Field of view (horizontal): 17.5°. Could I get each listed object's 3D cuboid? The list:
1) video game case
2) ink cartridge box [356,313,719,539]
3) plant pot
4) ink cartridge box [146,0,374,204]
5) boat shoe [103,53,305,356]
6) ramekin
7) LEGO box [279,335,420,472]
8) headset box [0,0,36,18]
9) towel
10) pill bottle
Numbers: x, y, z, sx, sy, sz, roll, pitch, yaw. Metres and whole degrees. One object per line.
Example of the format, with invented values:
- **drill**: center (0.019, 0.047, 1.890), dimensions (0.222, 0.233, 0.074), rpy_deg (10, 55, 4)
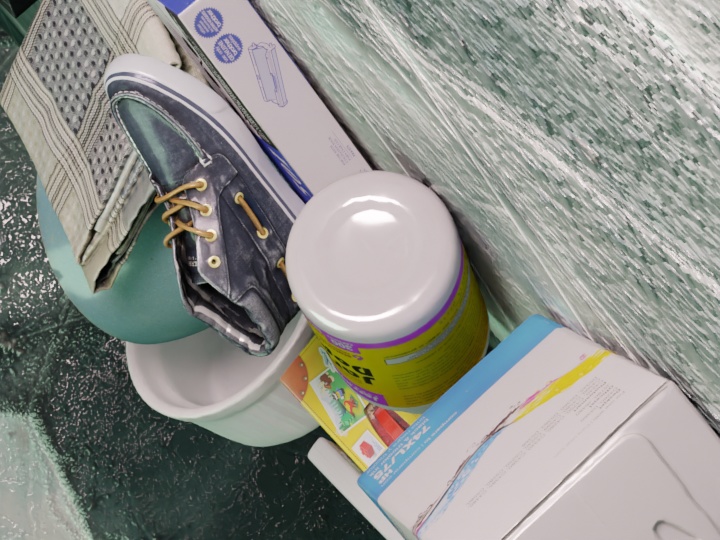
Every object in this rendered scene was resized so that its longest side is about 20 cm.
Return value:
- **video game case**: center (0.069, 0.209, 1.727), dimensions (0.182, 0.023, 0.200), rpy_deg (34, -177, -37)
- **ink cartridge box**: center (0.118, 0.138, 1.246), dimensions (0.147, 0.146, 0.200), rpy_deg (50, 173, -16)
- **plant pot**: center (-0.117, -0.053, 1.694), dimensions (0.134, 0.201, 0.200), rpy_deg (-9, 130, 42)
- **ink cartridge box**: center (-0.057, -0.107, 1.463), dimensions (0.200, 0.044, 0.094), rpy_deg (52, 175, -28)
- **boat shoe**: center (-0.099, -0.039, 1.456), dimensions (0.071, 0.091, 0.200), rpy_deg (-15, 126, 48)
- **ramekin**: center (-0.079, 0.040, 1.828), dimensions (0.098, 0.201, 0.200), rpy_deg (34, -175, -42)
- **LEGO box**: center (0.059, 0.122, 1.675), dimensions (0.200, 0.077, 0.149), rpy_deg (46, -166, 22)
- **headset box**: center (-0.282, -0.292, 1.699), dimensions (0.200, 0.093, 0.174), rpy_deg (48, 173, 4)
- **towel**: center (-0.180, -0.117, 1.582), dimensions (0.034, 0.193, 0.201), rpy_deg (0, -132, -39)
- **pill bottle**: center (0.023, 0.023, 1.424), dimensions (0.104, 0.104, 0.200), rpy_deg (46, 173, 23)
